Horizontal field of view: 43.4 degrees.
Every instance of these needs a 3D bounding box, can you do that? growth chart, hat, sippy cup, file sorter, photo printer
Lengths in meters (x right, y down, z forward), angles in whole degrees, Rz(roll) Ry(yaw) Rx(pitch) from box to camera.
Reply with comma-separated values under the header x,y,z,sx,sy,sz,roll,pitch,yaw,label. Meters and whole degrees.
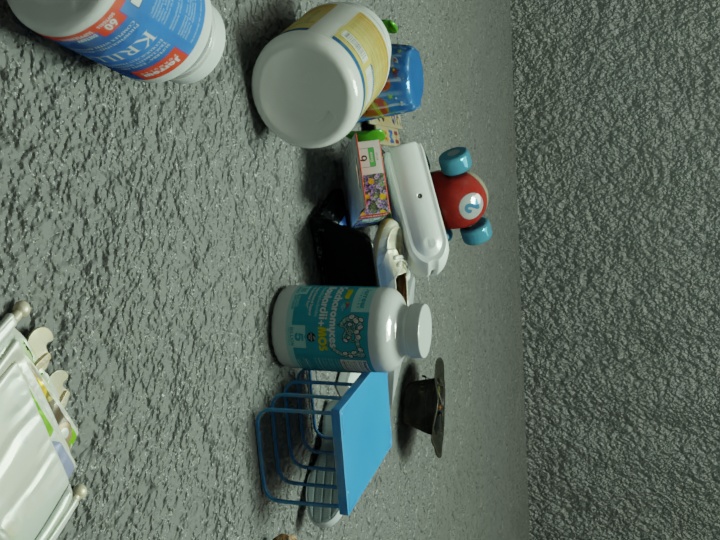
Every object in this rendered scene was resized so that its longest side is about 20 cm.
x,y,z,sx,sy,sz,roll,pitch,yaw,label
-0.264,0.139,0.702,0.145,0.017,0.203,-60,146,-57,growth chart
0.125,0.270,1.803,0.201,0.080,0.204,1,90,-80,hat
0.027,-0.294,1.397,0.140,0.128,0.181,-41,129,-66,sippy cup
-0.044,0.209,1.212,0.200,0.121,0.141,-40,129,-66,file sorter
0.088,-0.089,1.451,0.166,0.068,0.203,102,-27,-85,photo printer

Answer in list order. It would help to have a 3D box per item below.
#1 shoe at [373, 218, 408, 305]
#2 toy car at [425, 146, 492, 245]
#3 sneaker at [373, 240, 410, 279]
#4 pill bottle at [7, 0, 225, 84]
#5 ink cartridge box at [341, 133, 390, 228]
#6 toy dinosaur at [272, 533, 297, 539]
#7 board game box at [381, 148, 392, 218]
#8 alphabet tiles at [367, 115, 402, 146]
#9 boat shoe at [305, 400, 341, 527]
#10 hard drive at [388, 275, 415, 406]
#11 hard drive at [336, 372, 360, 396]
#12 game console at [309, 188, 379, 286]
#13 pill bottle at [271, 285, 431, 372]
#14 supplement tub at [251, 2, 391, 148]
x,y,z,sx,sy,sz,roll,pitch,yaw,label
0.054,0.021,1.397,0.070,0.053,0.203,-18,112,-57,shoe
0.132,-0.100,1.696,0.200,0.175,0.186,-50,128,-44,toy car
0.049,-0.020,1.518,0.200,0.074,0.083,-62,159,-75,sneaker
-0.192,-0.223,0.759,0.200,0.111,0.114,12,80,-70,pill bottle
0.010,-0.131,1.337,0.200,0.050,0.111,142,-60,-81,ink cartridge box
-0.077,0.440,1.184,0.201,0.101,0.136,56,17,-26,toy dinosaur
0.043,-0.145,1.562,0.200,0.023,0.106,35,58,-55,board game box
0.036,-0.300,1.574,0.200,0.006,0.169,-17,97,-71,alphabet tiles
-0.029,0.289,1.334,0.067,0.072,0.202,65,30,-48,boat shoe
0.068,0.128,1.661,0.133,0.025,0.202,90,12,-52,hard drive
0.007,0.144,1.519,0.133,0.026,0.202,70,28,-47,hard drive
0.000,0.000,1.349,0.176,0.115,0.203,-59,146,-56,game console
-0.009,0.076,1.189,0.111,0.197,0.113,0,90,-72,pill bottle
-0.042,-0.258,1.164,0.201,0.142,0.147,-60,145,-56,supplement tub
